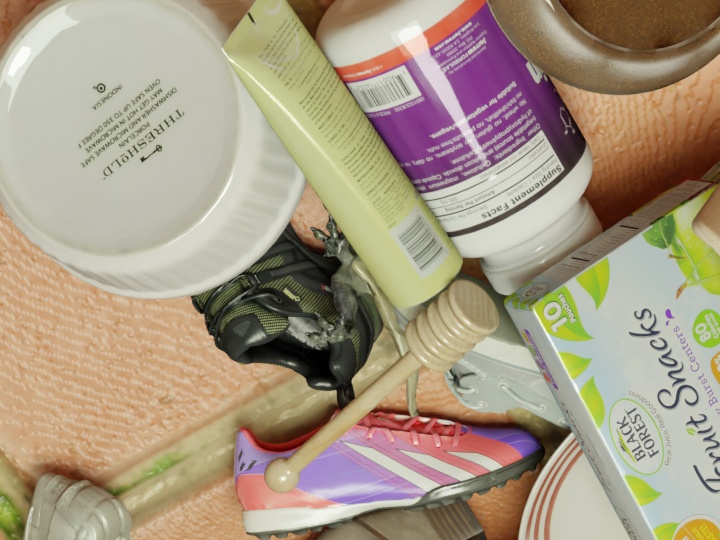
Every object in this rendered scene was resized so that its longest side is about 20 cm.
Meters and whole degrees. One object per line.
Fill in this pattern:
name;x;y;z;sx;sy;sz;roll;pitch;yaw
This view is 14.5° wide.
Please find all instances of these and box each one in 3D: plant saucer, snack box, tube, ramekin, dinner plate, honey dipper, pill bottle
plant saucer;0.162;-0.200;1.639;0.200;0.032;0.201;-4;101;-22
snack box;0.192;0.066;1.673;0.142;0.053;0.200;-33;105;-13
tube;-0.013;-0.070;1.634;0.052;0.058;0.200;-36;112;-4
ramekin;-0.132;-0.085;1.661;0.202;0.094;0.203;0;89;13
dinner plate;0.187;0.150;1.806;0.200;0.024;0.201;-11;120;-20
honey dipper;0.006;0.074;1.693;0.038;0.038;0.200;39;125;-14
pill bottle;0.065;-0.088;1.686;0.112;0.113;0.200;-28;110;12

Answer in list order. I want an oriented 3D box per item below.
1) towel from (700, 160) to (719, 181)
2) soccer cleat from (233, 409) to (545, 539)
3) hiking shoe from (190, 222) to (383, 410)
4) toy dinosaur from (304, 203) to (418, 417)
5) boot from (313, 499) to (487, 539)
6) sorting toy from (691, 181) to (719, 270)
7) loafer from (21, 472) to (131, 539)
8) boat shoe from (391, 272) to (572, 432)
towel;0.237;0.044;1.740;0.171;0.048;0.200;-42;108;-11
soccer cleat;0.017;0.118;1.804;0.199;0.068;0.073;-12;91;1
hiking shoe;-0.072;0.004;1.729;0.200;0.101;0.076;33;120;-12
toy dinosaur;0.000;0.000;1.716;0.047;0.088;0.201;-10;96;29
boot;0.035;0.233;1.793;0.146;0.200;0.070;-29;138;-6
sorting toy;0.271;0.019;1.669;0.036;0.185;0.200;-24;104;35
loafer;-0.202;0.221;1.853;0.070;0.070;0.201;29;118;24
boat shoe;0.092;0.060;1.747;0.200;0.070;0.072;21;116;-33
